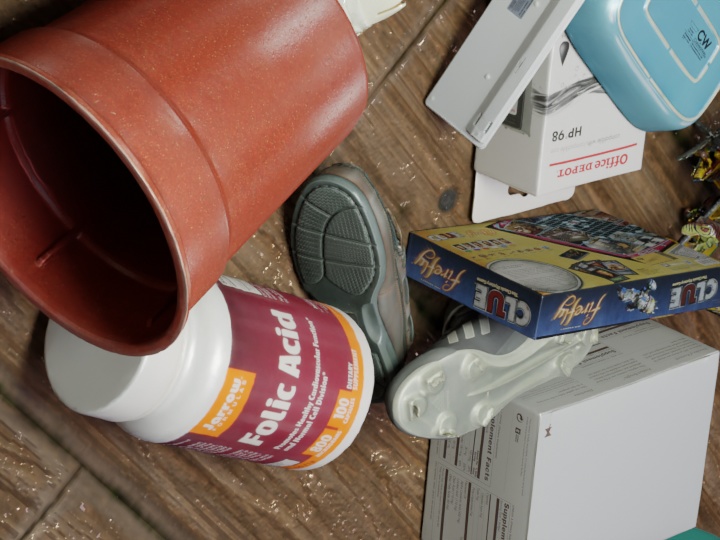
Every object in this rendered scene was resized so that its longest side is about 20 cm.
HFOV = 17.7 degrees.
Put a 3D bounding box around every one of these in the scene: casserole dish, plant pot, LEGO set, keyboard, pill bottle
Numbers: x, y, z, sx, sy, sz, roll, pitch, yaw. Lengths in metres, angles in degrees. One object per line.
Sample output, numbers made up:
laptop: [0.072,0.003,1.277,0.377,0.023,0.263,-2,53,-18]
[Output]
casserole dish: [0.212,-0.174,1.610,0.121,0.039,0.200,-56,139,-10]
plant pot: [-0.110,-0.087,1.335,0.195,0.201,0.201,-41,133,-33]
LEGO set: [0.278,-0.036,1.737,0.154,0.200,0.116,-43,121,1]
keyboard: [0.116,-0.178,1.558,0.011,0.056,0.200,3,125,-58]
pill bottle: [-0.095,0.059,1.463,0.200,0.114,0.114,16,97,-47]

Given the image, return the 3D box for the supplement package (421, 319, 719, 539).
supplement package: [0.160,0.134,1.752,0.200,0.111,0.156,-15,119,-39]

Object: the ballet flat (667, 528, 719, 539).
ballet flat: [0.240,0.248,1.930,0.200,0.074,0.074,16,98,-45]

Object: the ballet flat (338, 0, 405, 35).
ballet flat: [0.016,-0.204,1.481,0.200,0.065,0.071,-51,136,-13]

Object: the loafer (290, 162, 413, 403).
loafer: [0.000,0.000,1.575,0.063,0.072,0.200,-53,147,-40]

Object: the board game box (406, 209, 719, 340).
board game box: [0.149,0.000,1.659,0.200,0.135,0.035,-8,114,-41]

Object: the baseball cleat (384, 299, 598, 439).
baseball cleat: [0.075,0.063,1.636,0.200,0.106,0.070,-17,117,-38]

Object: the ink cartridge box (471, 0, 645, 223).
ink cartridge box: [0.148,-0.127,1.645,0.116,0.067,0.200,-16,119,-40]
